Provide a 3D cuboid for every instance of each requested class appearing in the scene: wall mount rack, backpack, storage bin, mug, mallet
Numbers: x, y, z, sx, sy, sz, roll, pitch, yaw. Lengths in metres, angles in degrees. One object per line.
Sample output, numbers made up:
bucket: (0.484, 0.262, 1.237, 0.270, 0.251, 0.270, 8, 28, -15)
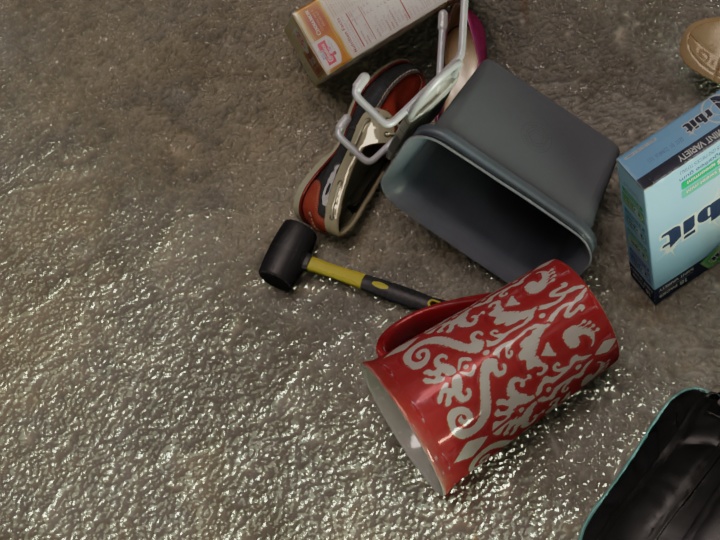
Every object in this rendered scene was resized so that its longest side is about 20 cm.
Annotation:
wall mount rack: (0.056, -0.187, 1.365, 0.075, 0.200, 0.174, 44, 75, 3)
backpack: (0.272, 0.220, 1.155, 0.175, 0.154, 0.200, 31, 63, 30)
storage bin: (0.139, -0.089, 1.375, 0.199, 0.146, 0.135, 34, 59, -1)
mug: (0.107, 0.071, 1.302, 0.199, 0.134, 0.178, -32, 63, -8)
mallet: (0.000, 0.000, 1.430, 0.198, 0.041, 0.067, 12, 68, 17)

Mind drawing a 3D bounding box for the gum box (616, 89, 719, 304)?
gum box: (0.310, -0.076, 1.286, 0.169, 0.201, 0.045, -33, 58, -5)

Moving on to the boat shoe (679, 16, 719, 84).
boat shoe: (0.407, -0.196, 1.410, 0.198, 0.065, 0.073, 10, 85, 18)

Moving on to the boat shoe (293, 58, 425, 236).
boat shoe: (0.010, -0.122, 1.469, 0.062, 0.071, 0.201, 23, 74, 45)

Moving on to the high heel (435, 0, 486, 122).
high heel: (0.101, -0.166, 1.458, 0.066, 0.096, 0.202, 1, 61, 16)

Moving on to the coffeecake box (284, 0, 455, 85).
coffeecake box: (0.026, -0.275, 1.504, 0.199, 0.154, 0.074, -31, 96, -3)
